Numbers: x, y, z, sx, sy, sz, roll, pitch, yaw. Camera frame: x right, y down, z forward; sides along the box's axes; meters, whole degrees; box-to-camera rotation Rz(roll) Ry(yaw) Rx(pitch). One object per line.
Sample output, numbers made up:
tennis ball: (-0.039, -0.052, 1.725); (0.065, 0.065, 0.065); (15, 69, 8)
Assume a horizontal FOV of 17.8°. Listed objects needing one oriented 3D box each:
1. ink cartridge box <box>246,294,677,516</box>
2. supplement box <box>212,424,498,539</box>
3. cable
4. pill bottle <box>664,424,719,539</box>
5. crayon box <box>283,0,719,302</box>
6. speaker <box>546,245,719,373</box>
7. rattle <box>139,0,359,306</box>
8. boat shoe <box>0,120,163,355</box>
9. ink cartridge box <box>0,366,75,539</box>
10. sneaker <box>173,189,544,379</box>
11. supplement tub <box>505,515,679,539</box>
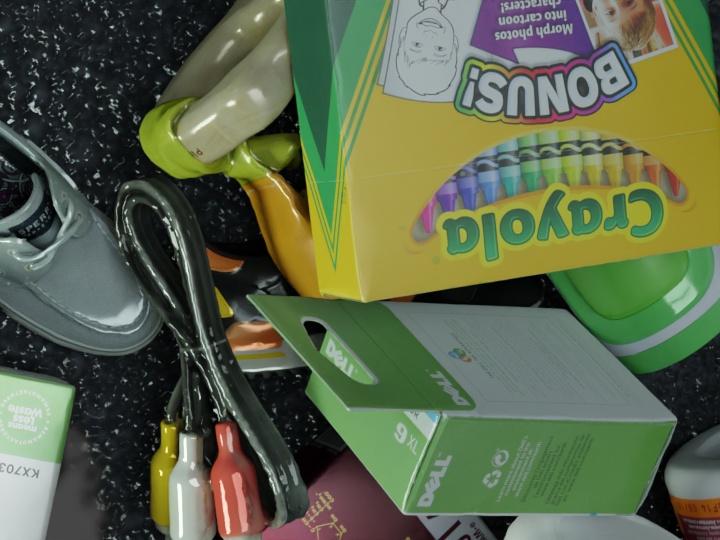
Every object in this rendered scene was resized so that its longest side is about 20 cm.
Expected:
ink cartridge box: (0.042, 0.065, 1.105); (0.199, 0.104, 0.060); (4, 119, -35)
supplement box: (-0.032, 0.173, 1.188); (0.200, 0.061, 0.109); (-42, 104, -12)
cable: (-0.080, 0.056, 1.116); (0.050, 0.097, 0.202); (-25, 110, -39)
pill bottle: (0.246, 0.182, 1.254); (0.109, 0.109, 0.201); (-22, 98, -16)
crayon box: (0.070, -0.085, 1.072); (0.199, 0.058, 0.174); (-9, 93, -23)
speaker: (0.112, -0.048, 1.168); (0.088, 0.088, 0.201); (-39, 104, -13)
rattle: (-0.011, -0.101, 1.150); (0.142, 0.130, 0.201); (33, 46, -5)
boat shoe: (-0.173, -0.027, 1.128); (0.201, 0.071, 0.070); (41, 79, -16)
ink cartridge box: (-0.218, 0.142, 1.121); (0.116, 0.067, 0.202); (12, 88, -18)
sneaker: (0.000, 0.000, 1.186); (0.198, 0.070, 0.091); (-9, 97, -14)
supplement tub: (0.100, 0.231, 1.156); (0.139, 0.141, 0.201); (19, 111, -18)
